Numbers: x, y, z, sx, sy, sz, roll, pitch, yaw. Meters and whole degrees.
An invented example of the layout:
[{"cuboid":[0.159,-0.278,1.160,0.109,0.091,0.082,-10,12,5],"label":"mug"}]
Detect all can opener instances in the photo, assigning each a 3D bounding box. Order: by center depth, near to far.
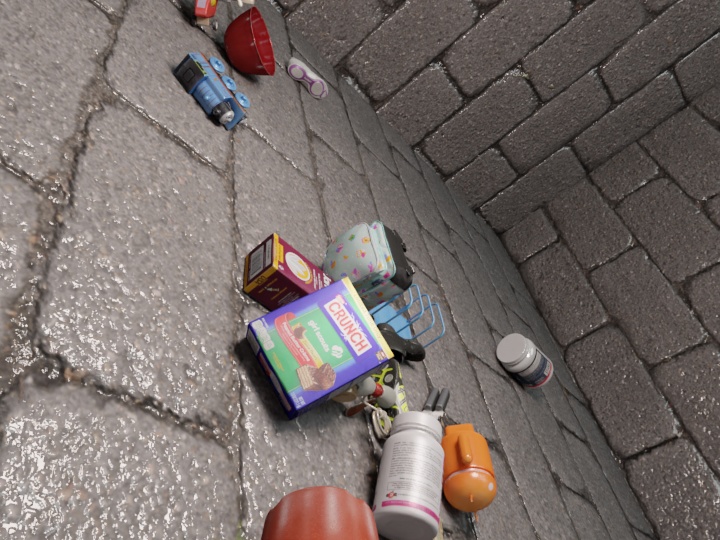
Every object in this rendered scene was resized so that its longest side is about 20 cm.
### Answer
[{"cuboid":[0.177,0.342,1.392,0.200,0.052,0.067,-44,131,-67],"label":"can opener"}]

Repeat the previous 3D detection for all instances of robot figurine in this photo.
[{"cuboid":[0.230,0.431,1.254,0.116,0.144,0.200,23,33,-17],"label":"robot figurine"}]

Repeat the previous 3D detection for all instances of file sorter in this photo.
[{"cuboid":[0.109,0.103,1.499,0.200,0.123,0.139,41,25,-30],"label":"file sorter"}]

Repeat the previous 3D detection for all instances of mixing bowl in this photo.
[{"cuboid":[-0.339,-0.672,1.735,0.200,0.108,0.201,-11,90,-80],"label":"mixing bowl"}]

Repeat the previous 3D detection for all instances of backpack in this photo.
[{"cuboid":[0.000,0.000,1.333,0.153,0.200,0.176,22,41,-44],"label":"backpack"}]

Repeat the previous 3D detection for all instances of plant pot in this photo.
[{"cuboid":[-0.048,0.379,0.678,0.201,0.201,0.195,45,14,-21],"label":"plant pot"}]

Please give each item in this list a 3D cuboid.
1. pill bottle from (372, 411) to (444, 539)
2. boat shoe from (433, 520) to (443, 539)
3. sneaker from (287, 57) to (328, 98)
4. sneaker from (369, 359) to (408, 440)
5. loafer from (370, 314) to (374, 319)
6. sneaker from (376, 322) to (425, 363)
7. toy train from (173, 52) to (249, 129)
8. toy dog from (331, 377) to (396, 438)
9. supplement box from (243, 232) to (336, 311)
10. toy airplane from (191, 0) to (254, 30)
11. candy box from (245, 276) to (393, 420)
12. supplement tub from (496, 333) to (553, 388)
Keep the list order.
[{"cuboid":[0.089,0.359,1.020,0.113,0.113,0.200,43,37,-24],"label":"pill bottle"},{"cuboid":[0.113,0.458,1.044,0.065,0.072,0.200,52,17,-38],"label":"boat shoe"},{"cuboid":[-0.199,-0.747,2.230,0.200,0.075,0.100,35,29,-40],"label":"sneaker"},{"cuboid":[0.063,0.278,1.225,0.076,0.075,0.200,52,26,-36],"label":"sneaker"},{"cuboid":[-0.024,0.124,1.259,0.073,0.071,0.200,54,21,3],"label":"loafer"},{"cuboid":[0.088,0.197,1.405,0.200,0.060,0.104,36,26,-27],"label":"sneaker"},{"cuboid":[-0.359,-0.440,1.421,0.200,0.087,0.114,54,30,-4],"label":"toy train"},{"cuboid":[-0.017,0.226,1.108,0.200,0.096,0.132,56,32,-29],"label":"toy dog"},{"cuboid":[-0.130,0.035,1.156,0.200,0.086,0.111,40,25,-32],"label":"supplement box"},{"cuboid":[-0.439,-0.810,1.684,0.200,0.141,0.199,-30,61,-33],"label":"toy airplane"},{"cuboid":[-0.070,0.131,0.999,0.200,0.077,0.169,-25,74,-27],"label":"candy box"},{"cuboid":[0.614,0.338,2.163,0.200,0.140,0.141,41,24,-29],"label":"supplement tub"}]
